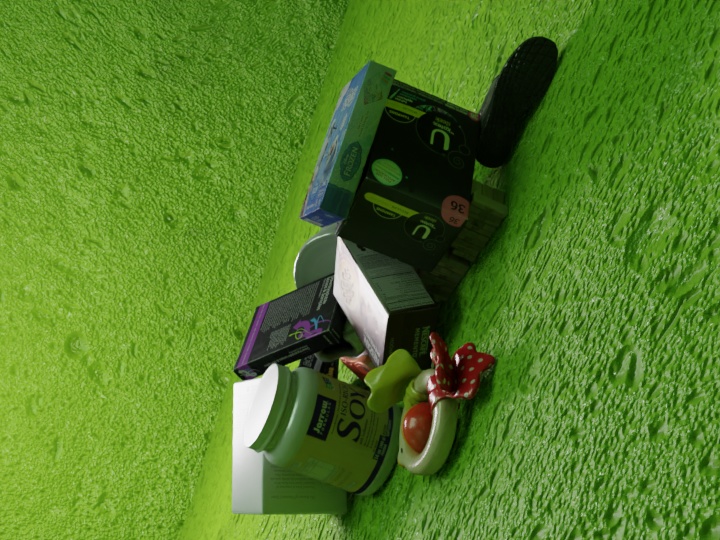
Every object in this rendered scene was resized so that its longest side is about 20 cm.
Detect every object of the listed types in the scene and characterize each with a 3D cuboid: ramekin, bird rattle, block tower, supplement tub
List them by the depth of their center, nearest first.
[{"bbox_3d":[0.093,0.170,1.323,0.199,0.111,0.166,-15,66,60],"label":"bird rattle"},{"bbox_3d":[0.135,-0.039,1.488,0.058,0.053,0.201,-82,17,-44],"label":"block tower"},{"bbox_3d":[-0.054,0.225,1.530,0.146,0.198,0.146,-56,21,34],"label":"supplement tub"},{"bbox_3d":[0.000,0.000,1.726,0.203,0.200,0.095,-60,2,39],"label":"ramekin"}]

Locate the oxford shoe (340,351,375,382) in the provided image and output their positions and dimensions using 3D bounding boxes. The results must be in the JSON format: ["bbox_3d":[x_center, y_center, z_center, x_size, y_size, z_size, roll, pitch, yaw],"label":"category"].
[{"bbox_3d":[0.021,0.139,1.724,0.073,0.071,0.200,-51,13,-12],"label":"oxford shoe"}]

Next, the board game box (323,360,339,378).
[{"bbox_3d":[-0.053,0.228,1.822,0.105,0.023,0.202,-78,-6,-53],"label":"board game box"}]

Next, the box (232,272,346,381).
[{"bbox_3d":[-0.101,0.085,1.670,0.198,0.036,0.144,-25,32,33],"label":"box"}]

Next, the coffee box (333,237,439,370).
[{"bbox_3d":[0.033,0.042,1.522,0.201,0.079,0.114,-122,30,-47],"label":"coffee box"}]

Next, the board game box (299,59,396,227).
[{"bbox_3d":[-0.021,-0.163,1.437,0.200,0.043,0.202,173,117,-79],"label":"board game box"}]

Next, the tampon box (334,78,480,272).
[{"bbox_3d":[0.066,-0.131,1.460,0.127,0.148,0.202,122,163,-48],"label":"tampon box"}]

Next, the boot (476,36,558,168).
[{"bbox_3d":[0.204,-0.253,1.502,0.131,0.067,0.202,-89,22,-60],"label":"boot"}]

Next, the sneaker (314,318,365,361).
[{"bbox_3d":[0.011,0.087,1.642,0.198,0.078,0.100,-32,22,13],"label":"sneaker"}]

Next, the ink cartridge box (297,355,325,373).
[{"bbox_3d":[-0.095,0.248,1.841,0.201,0.046,0.200,88,-164,-60],"label":"ink cartridge box"}]

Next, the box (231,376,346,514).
[{"bbox_3d":[-0.109,0.271,1.646,0.106,0.150,0.204,-16,70,55],"label":"box"}]
